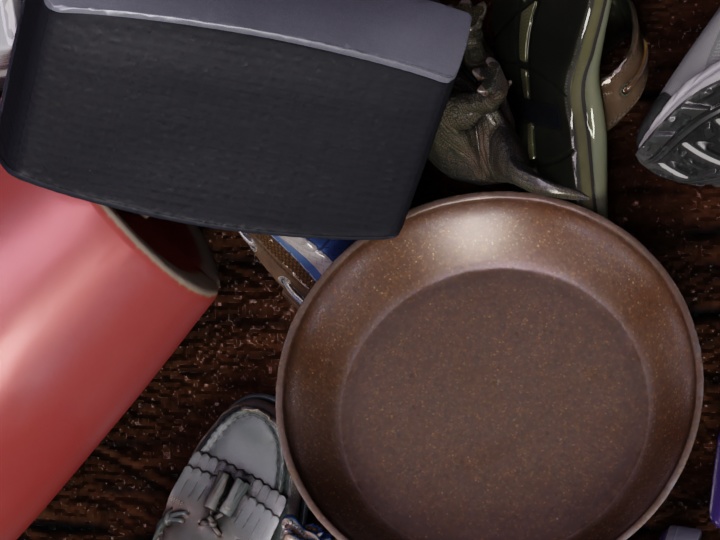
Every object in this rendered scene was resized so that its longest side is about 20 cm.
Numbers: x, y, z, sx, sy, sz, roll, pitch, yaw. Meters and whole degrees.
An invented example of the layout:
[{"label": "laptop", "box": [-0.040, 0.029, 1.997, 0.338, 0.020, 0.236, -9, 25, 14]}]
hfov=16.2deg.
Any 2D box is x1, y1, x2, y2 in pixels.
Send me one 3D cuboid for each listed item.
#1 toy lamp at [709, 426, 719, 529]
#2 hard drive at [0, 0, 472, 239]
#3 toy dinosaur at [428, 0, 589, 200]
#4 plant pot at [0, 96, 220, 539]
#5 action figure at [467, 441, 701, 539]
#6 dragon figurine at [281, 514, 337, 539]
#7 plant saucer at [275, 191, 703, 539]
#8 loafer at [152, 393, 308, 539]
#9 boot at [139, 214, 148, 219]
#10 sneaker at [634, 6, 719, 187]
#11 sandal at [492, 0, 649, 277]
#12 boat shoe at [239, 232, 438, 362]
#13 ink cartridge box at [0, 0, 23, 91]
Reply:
[{"label": "toy lamp", "box": [0.217, 0.034, 1.198, 0.058, 0.058, 0.201, 25, 103, 15]}, {"label": "hard drive", "box": [-0.059, -0.076, 1.140, 0.198, 0.043, 0.135, 9, 131, -13]}, {"label": "toy dinosaur", "box": [0.039, -0.086, 1.223, 0.199, 0.103, 0.077, 27, 63, 21]}, {"label": "plant pot", "box": [-0.180, 0.011, 1.276, 0.177, 0.200, 0.201, -39, 83, 11]}, {"label": "action figure", "box": [0.088, 0.135, 1.232, 0.199, 0.070, 0.131, 15, 146, 17]}, {"label": "dragon figurine", "box": [0.015, 0.214, 1.289, 0.059, 0.100, 0.201, -21, 108, 19]}, {"label": "plant saucer", "box": [0.061, 0.059, 1.180, 0.199, 0.037, 0.202, -4, 63, 9]}, {"label": "loafer", "box": [-0.082, 0.162, 1.315, 0.071, 0.063, 0.201, 25, 104, 15]}, {"label": "boot", "box": [-0.086, -0.123, 1.243, 0.075, 0.074, 0.201, 24, 74, -11]}, {"label": "sneaker", "box": [0.202, -0.116, 1.185, 0.074, 0.080, 0.200, 23, 125, -29]}, {"label": "sandal", "box": [0.106, -0.094, 1.223, 0.080, 0.057, 0.202, 33, 130, 52]}, {"label": "boat shoe", "box": [0.000, 0.000, 1.262, 0.072, 0.072, 0.200, -43, 104, -22]}, {"label": "ink cartridge box", "box": [-0.190, -0.136, 1.249, 0.143, 0.200, 0.084, -8, 90, 20]}]
